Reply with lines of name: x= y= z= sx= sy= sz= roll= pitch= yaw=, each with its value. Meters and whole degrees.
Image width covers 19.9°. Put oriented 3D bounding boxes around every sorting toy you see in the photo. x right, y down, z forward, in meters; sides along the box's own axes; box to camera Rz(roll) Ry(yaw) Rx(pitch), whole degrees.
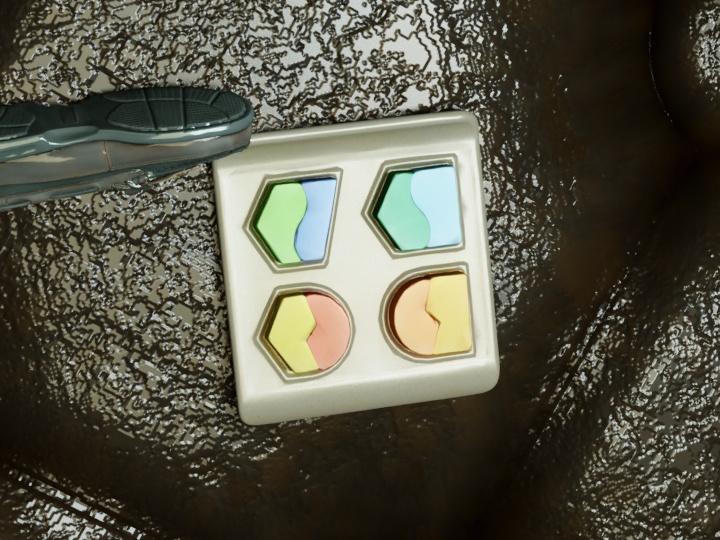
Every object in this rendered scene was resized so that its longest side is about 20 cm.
sorting toy: x=0.000 y=0.000 z=1.382 sx=0.184 sy=0.036 sz=0.201 roll=-7 pitch=102 yaw=-11

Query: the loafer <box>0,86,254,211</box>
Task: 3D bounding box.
loafer: x=-0.167 y=-0.076 z=1.324 sx=0.199 sy=0.072 sz=0.063 roll=-5 pitch=122 yaw=-4
